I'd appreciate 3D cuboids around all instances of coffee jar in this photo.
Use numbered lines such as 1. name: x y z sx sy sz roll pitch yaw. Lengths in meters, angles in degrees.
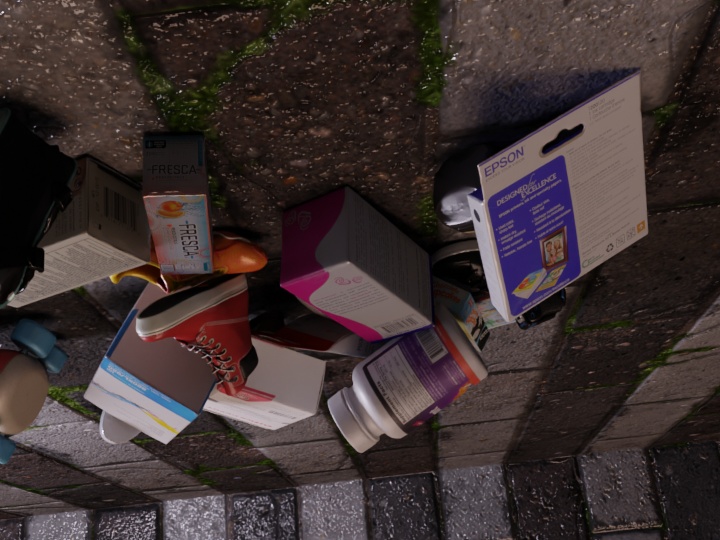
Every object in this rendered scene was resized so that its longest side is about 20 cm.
1. coffee jar: 0.178 -0.076 0.952 0.197 0.088 0.103 10 165 -36

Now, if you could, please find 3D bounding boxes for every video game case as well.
1. video game case: 0.201 0.067 1.406 0.196 0.018 0.142 -18 155 26

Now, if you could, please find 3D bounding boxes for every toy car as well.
1. toy car: -0.571 0.149 1.272 0.196 0.187 0.177 25 157 2

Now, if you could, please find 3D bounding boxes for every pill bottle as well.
1. pill bottle: 0.058 0.145 1.123 0.198 0.112 0.111 -36 153 6

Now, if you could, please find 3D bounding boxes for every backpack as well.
1. backpack: -0.377 -0.043 0.782 0.198 0.179 0.152 -24 136 40

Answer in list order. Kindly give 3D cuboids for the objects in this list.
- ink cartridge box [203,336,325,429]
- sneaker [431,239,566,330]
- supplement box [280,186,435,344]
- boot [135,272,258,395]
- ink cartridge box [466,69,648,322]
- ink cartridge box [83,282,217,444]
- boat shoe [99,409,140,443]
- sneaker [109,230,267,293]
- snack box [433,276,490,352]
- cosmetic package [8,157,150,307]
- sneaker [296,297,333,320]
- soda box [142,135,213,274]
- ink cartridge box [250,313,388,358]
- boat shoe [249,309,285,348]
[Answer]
1. ink cartridge box: -0.154 0.172 1.296 0.143 0.087 0.200 20 155 -17
2. sneaker: 0.195 0.024 1.170 0.195 0.115 0.073 1 157 -16
3. supplement box: 0.000 0.000 1.044 0.099 0.106 0.199 -17 149 28
4. boot: -0.187 0.093 1.044 0.071 0.148 0.199 -5 -172 25
5. ink cartridge box: 0.202 -0.076 0.868 0.195 0.043 0.203 -29 130 -13
6. ink cartridge box: -0.274 0.125 1.193 0.143 0.149 0.200 32 148 -11
7. boat shoe: -0.340 0.172 1.307 0.071 0.203 0.067 39 143 -27
8. sneaker: -0.208 -0.006 1.043 0.195 0.079 0.073 1 156 -20
9. snack box: 0.119 0.056 1.256 0.114 0.038 0.200 25 169 23
10. cosmetic package: -0.331 -0.036 0.922 0.196 0.089 0.103 -16 157 22
11. sneaker: -0.035 0.041 1.221 0.087 0.077 0.198 -9 163 42
12. soda box: -0.190 -0.063 0.916 0.062 0.070 0.201 -2 158 -9
13. ink cartridge box: -0.054 0.085 1.203 0.197 0.058 0.161 17 175 -32
14. boat shoe: -0.157 0.110 1.353 0.072 0.066 0.199 23 157 -20
